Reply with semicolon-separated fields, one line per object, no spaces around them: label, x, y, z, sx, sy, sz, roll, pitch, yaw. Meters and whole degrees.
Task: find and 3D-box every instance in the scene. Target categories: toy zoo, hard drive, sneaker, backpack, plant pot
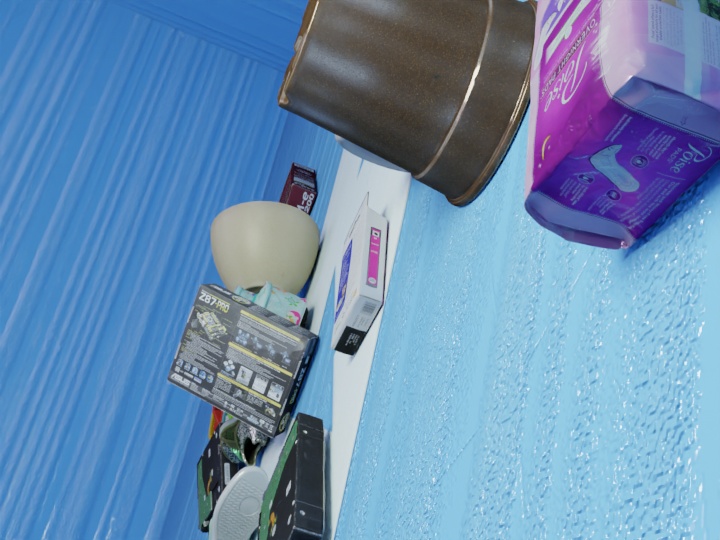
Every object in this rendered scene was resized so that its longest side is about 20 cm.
toy zoo;-0.266;0.310;1.768;0.132;0.020;0.203;-126;43;-53
hard drive;-0.078;0.273;1.002;0.201;0.037;0.141;-98;29;-65
sneaker;-0.193;0.289;1.502;0.201;0.076;0.090;119;157;-50
backpack;-0.169;0.113;1.484;0.200;0.149;0.180;-40;25;59
plant pot;-0.170;-0.009;1.593;0.201;0.197;0.136;124;150;-52
plant pot;0.037;-0.187;0.831;0.200;0.195;0.204;-161;90;-78
hard drive;-0.267;0.389;1.683;0.201;0.037;0.142;123;147;-49
sneaker;-0.190;0.353;1.338;0.118;0.073;0.203;-115;42;-65

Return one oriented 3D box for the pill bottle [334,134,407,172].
pill bottle;0.052;-0.224;1.028;0.116;0.114;0.203;178;111;-78

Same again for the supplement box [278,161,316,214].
supplement box;-0.143;-0.162;2.017;0.201;0.060;0.110;-98;28;-69

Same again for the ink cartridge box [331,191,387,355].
ink cartridge box;0.000;0.000;1.118;0.202;0.037;0.095;-88;19;-48

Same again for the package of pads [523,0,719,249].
package of pads;0.148;-0.126;0.504;0.121;0.074;0.203;120;164;-55

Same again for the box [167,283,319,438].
box;-0.179;0.133;1.356;0.049;0.198;0.164;-10;-58;-69
